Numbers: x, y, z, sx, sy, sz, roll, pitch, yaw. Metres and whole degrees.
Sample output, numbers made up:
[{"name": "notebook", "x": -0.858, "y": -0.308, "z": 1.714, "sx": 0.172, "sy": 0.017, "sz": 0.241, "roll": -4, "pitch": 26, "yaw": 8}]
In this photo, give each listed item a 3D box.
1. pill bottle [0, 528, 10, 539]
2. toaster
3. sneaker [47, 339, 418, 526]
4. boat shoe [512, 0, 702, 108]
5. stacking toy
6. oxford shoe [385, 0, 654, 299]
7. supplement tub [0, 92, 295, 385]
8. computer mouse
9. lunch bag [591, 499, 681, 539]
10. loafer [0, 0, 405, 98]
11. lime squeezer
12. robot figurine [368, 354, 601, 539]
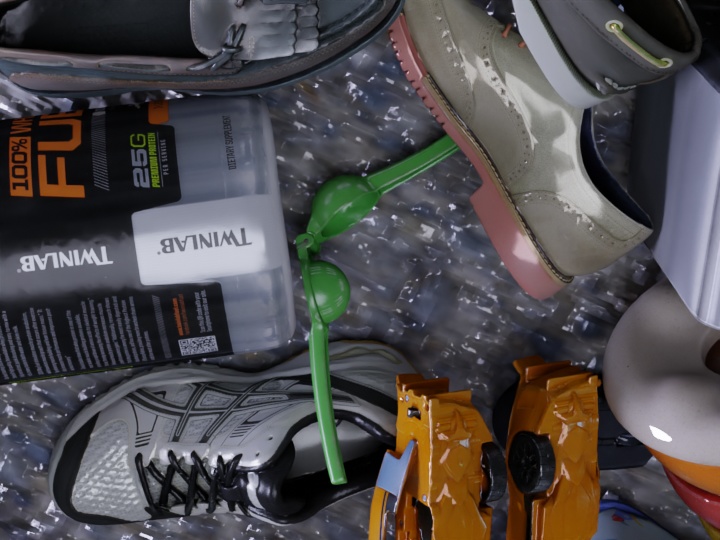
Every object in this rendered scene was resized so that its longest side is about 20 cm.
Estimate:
[{"name": "pill bottle", "x": -0.280, "y": 0.123, "z": 1.010, "sx": 0.199, "sy": 0.113, "sz": 0.114, "roll": 32, "pitch": 108, "yaw": -18}, {"name": "toaster", "x": 0.230, "y": -0.047, "z": 0.938, "sx": 0.180, "sy": 0.200, "sz": 0.119, "roll": 4, "pitch": 110, "yaw": -8}, {"name": "sneaker", "x": -0.063, "y": 0.091, "z": 1.032, "sx": 0.199, "sy": 0.088, "sz": 0.076, "roll": -17, "pitch": 117, "yaw": 4}, {"name": "boat shoe", "x": 0.076, "y": -0.157, "z": 0.868, "sx": 0.060, "sy": 0.072, "sz": 0.202, "roll": -14, "pitch": 127, "yaw": 34}, {"name": "stacking toy", "x": 0.207, "y": 0.103, "z": 1.032, "sx": 0.145, "sy": 0.146, "sz": 0.201, "roll": -17, "pitch": 125, "yaw": 2}, {"name": "oxford shoe", "x": 0.069, "y": -0.089, "z": 0.956, "sx": 0.074, "sy": 0.071, "sz": 0.201, "roll": -24, "pitch": 103, "yaw": 23}, {"name": "supplement tub", "x": -0.134, "y": -0.012, "z": 0.959, "sx": 0.199, "sy": 0.123, "sz": 0.123, "roll": -8, "pitch": 115, "yaw": -3}, {"name": "computer mouse", "x": 0.166, "y": 0.089, "z": 1.083, "sx": 0.199, "sy": 0.034, "sz": 0.059, "roll": 6, "pitch": 113, "yaw": -9}, {"name": "lunch bag", "x": 0.122, "y": 0.230, "z": 1.116, "sx": 0.160, "sy": 0.083, "sz": 0.200, "roll": 35, "pitch": 107, "yaw": -20}, {"name": "loafer", "x": -0.080, "y": -0.113, "z": 0.920, "sx": 0.199, "sy": 0.063, "sz": 0.072, "roll": -9, "pitch": 85, "yaw": 16}, {"name": "lime squeezer", "x": 0.000, "y": 0.000, "z": 1.006, "sx": 0.070, "sy": 0.038, "sz": 0.201, "roll": 24, "pitch": 81, "yaw": -2}, {"name": "robot figurine", "x": 0.062, "y": 0.146, "z": 1.007, "sx": 0.144, "sy": 0.058, "sz": 0.201, "roll": -5, "pitch": 107, "yaw": -28}]
